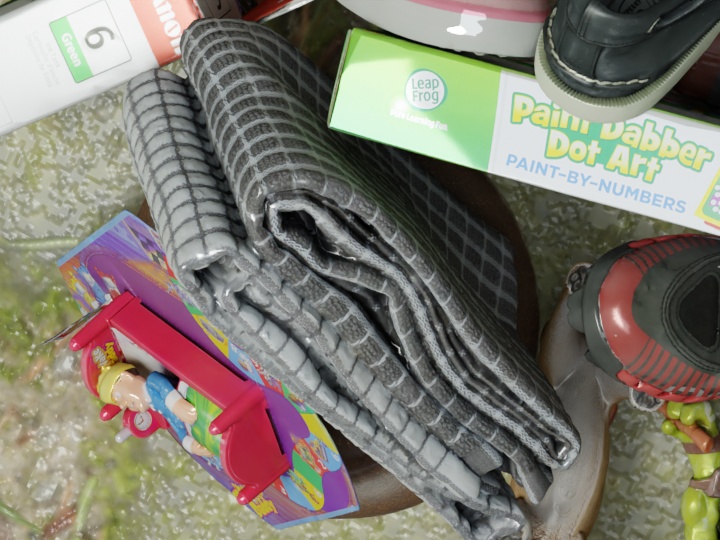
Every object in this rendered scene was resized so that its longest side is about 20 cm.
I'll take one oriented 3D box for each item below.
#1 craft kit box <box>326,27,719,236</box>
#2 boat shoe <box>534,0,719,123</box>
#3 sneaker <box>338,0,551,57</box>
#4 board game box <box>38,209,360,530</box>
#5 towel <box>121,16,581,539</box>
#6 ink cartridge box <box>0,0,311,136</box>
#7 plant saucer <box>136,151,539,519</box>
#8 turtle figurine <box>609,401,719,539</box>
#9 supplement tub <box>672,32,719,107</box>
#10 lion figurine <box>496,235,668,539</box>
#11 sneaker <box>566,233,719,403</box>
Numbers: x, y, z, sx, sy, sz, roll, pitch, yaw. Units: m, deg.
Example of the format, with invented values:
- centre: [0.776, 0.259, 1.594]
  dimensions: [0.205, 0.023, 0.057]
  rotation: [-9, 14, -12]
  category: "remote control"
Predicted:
- centre: [0.102, -0.055, 1.112]
  dimensions: [0.199, 0.197, 0.049]
  rotation: [16, 95, 9]
  category: "craft kit box"
- centre: [0.132, -0.145, 1.021]
  dimensions: [0.074, 0.066, 0.199]
  rotation: [36, 68, 18]
  category: "boat shoe"
- centre: [0.023, -0.163, 1.081]
  dimensions: [0.075, 0.200, 0.105]
  rotation: [3, 117, -24]
  category: "sneaker"
- centre: [-0.080, 0.058, 1.173]
  dimensions: [0.039, 0.200, 0.158]
  rotation: [-40, 95, -20]
  category: "board game box"
- centre: [0.000, 0.000, 1.102]
  dimensions: [0.086, 0.166, 0.200]
  rotation: [-43, 121, 8]
  category: "towel"
- centre: [-0.089, -0.118, 1.187]
  dimensions: [0.199, 0.109, 0.051]
  rotation: [-22, 100, 17]
  category: "ink cartridge box"
- centre: [-0.019, 0.023, 1.246]
  dimensions: [0.199, 0.037, 0.202]
  rotation: [3, 105, 12]
  category: "plant saucer"
- centre: [0.177, 0.148, 1.212]
  dimensions: [0.160, 0.064, 0.202]
  rotation: [-4, 86, 37]
  category: "turtle figurine"
- centre: [0.231, -0.098, 1.117]
  dimensions: [0.198, 0.107, 0.108]
  rotation: [15, 107, 4]
  category: "supplement tub"
- centre: [0.087, 0.081, 1.196]
  dimensions: [0.072, 0.122, 0.201]
  rotation: [26, 85, 1]
  category: "lion figurine"
- centre: [0.183, 0.023, 1.121]
  dimensions: [0.199, 0.098, 0.071]
  rotation: [10, 80, -28]
  category: "sneaker"
